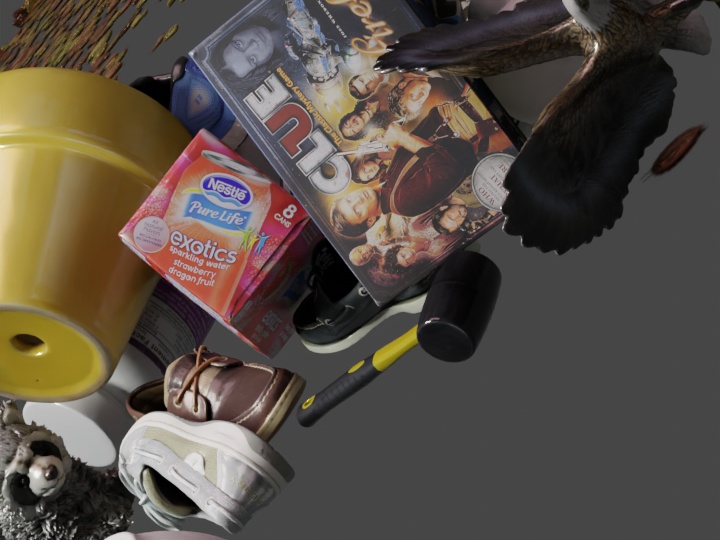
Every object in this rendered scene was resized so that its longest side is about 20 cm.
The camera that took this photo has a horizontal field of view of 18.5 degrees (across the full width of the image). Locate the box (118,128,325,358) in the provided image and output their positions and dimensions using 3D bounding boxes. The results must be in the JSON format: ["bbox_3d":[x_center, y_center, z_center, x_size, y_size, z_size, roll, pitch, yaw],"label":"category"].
[{"bbox_3d":[-0.084,-0.014,1.535,0.096,0.100,0.200,-52,-11,-4],"label":"box"}]

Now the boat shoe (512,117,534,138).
[{"bbox_3d":[0.042,-0.063,1.506,0.200,0.064,0.071,-34,24,42],"label":"boat shoe"}]

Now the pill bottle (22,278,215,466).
[{"bbox_3d":[-0.186,0.053,1.759,0.112,0.112,0.200,-27,30,53],"label":"pill bottle"}]

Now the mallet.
[{"bbox_3d":[0.021,0.047,1.397,0.200,0.041,0.066,-33,24,54],"label":"mallet"}]

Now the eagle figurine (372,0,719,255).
[{"bbox_3d":[0.126,-0.125,1.277,0.200,0.151,0.152,-42,29,4],"label":"eagle figurine"}]

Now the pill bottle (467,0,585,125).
[{"bbox_3d":[0.130,-0.182,1.449,0.113,0.113,0.200,-40,21,32],"label":"pill bottle"}]

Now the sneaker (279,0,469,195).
[{"bbox_3d":[0.026,-0.104,1.563,0.076,0.115,0.201,1,-57,-58],"label":"sneaker"}]

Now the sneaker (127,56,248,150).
[{"bbox_3d":[-0.152,-0.110,1.705,0.200,0.089,0.079,-42,27,49],"label":"sneaker"}]

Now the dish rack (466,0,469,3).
[{"bbox_3d":[0.094,-0.244,1.761,0.153,0.055,0.200,-39,23,38],"label":"dish rack"}]

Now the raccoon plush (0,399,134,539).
[{"bbox_3d":[-0.264,0.181,1.657,0.200,0.134,0.097,-35,25,41],"label":"raccoon plush"}]

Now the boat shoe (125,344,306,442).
[{"bbox_3d":[-0.109,0.092,1.557,0.072,0.072,0.200,-58,19,-21],"label":"boat shoe"}]

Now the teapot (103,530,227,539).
[{"bbox_3d":[-0.133,0.219,1.245,0.200,0.146,0.198,-40,21,30],"label":"teapot"}]

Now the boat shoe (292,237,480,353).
[{"bbox_3d":[-0.001,0.002,1.480,0.199,0.066,0.075,-19,37,60],"label":"boat shoe"}]

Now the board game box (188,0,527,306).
[{"bbox_3d":[0.007,-0.096,1.365,0.135,0.200,0.035,-36,3,22],"label":"board game box"}]

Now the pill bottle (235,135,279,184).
[{"bbox_3d":[-0.058,-0.114,1.778,0.111,0.111,0.200,-50,18,3],"label":"pill bottle"}]

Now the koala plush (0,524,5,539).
[{"bbox_3d":[-0.397,0.212,1.816,0.184,0.200,0.177,-40,21,31],"label":"koala plush"}]

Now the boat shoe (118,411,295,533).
[{"bbox_3d":[-0.116,0.142,1.482,0.065,0.074,0.202,-53,24,-22],"label":"boat shoe"}]

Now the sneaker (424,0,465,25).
[{"bbox_3d":[0.046,-0.131,1.429,0.075,0.200,0.087,-3,25,7],"label":"sneaker"}]

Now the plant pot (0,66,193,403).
[{"bbox_3d":[-0.226,-0.015,1.621,0.201,0.201,0.189,-34,37,42],"label":"plant pot"}]
